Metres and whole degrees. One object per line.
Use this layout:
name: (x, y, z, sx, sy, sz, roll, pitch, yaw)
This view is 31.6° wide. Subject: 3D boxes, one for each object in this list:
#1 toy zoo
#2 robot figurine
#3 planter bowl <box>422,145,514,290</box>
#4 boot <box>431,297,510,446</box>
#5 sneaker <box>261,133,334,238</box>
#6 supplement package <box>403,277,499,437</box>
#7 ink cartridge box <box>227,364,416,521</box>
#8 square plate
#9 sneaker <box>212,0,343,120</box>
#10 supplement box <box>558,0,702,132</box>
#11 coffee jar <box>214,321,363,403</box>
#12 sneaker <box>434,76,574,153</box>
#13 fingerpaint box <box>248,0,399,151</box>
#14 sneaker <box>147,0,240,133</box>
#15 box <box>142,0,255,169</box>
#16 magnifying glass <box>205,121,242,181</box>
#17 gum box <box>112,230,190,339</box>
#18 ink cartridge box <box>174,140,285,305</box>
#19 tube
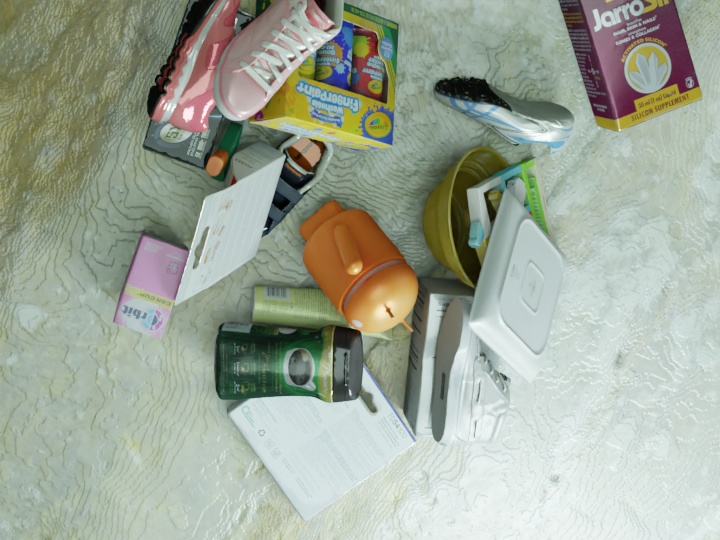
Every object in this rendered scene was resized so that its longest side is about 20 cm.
toy zoo: (0.198, -0.066, 1.718, 0.020, 0.199, 0.133, -4, 106, 37)
robot figurine: (-0.001, 0.000, 1.698, 0.116, 0.200, 0.145, -21, 150, -33)
planter bowl: (0.141, -0.064, 1.727, 0.083, 0.200, 0.203, -4, 106, 37)
boot: (0.154, 0.135, 1.690, 0.094, 0.074, 0.203, 2, 105, -18)
sneaker: (-0.109, -0.118, 1.708, 0.078, 0.079, 0.201, 36, 96, -13)
supplement package: (0.129, 0.120, 1.768, 0.112, 0.110, 0.203, 4, 101, -8)
ink cartridge box: (-0.054, 0.219, 1.797, 0.199, 0.043, 0.197, -34, 101, -2)
square plate: (0.219, 0.024, 1.700, 0.198, 0.028, 0.202, 42, 59, -48)
sneaker: (-0.090, -0.263, 1.465, 0.075, 0.104, 0.201, 43, 68, -24)
supplement box: (0.364, -0.307, 1.723, 0.130, 0.103, 0.202, -22, 102, -3)
coffee jar: (-0.095, 0.124, 1.716, 0.197, 0.085, 0.106, 2, 96, 4)
sneaker: (0.192, -0.210, 1.739, 0.198, 0.072, 0.073, 17, 125, -4)
fingerpaint box: (-0.042, -0.253, 1.620, 0.199, 0.073, 0.169, 10, 81, -46)
sneaker: (-0.177, -0.257, 1.518, 0.086, 0.074, 0.201, 26, 100, -27)
box: (-0.207, -0.244, 1.625, 0.085, 0.164, 0.202, 18, 99, -10)
magnifying glass: (-0.176, -0.145, 1.629, 0.022, 0.200, 0.080, 20, 101, -2)
gum box: (-0.271, 0.014, 1.652, 0.065, 0.200, 0.115, 19, 90, -10)
ink cartridge box: (-0.177, -0.062, 1.605, 0.047, 0.200, 0.161, 29, 119, 15)
tube: (-0.052, 0.055, 1.762, 0.197, 0.052, 0.059, 3, 105, -9)
